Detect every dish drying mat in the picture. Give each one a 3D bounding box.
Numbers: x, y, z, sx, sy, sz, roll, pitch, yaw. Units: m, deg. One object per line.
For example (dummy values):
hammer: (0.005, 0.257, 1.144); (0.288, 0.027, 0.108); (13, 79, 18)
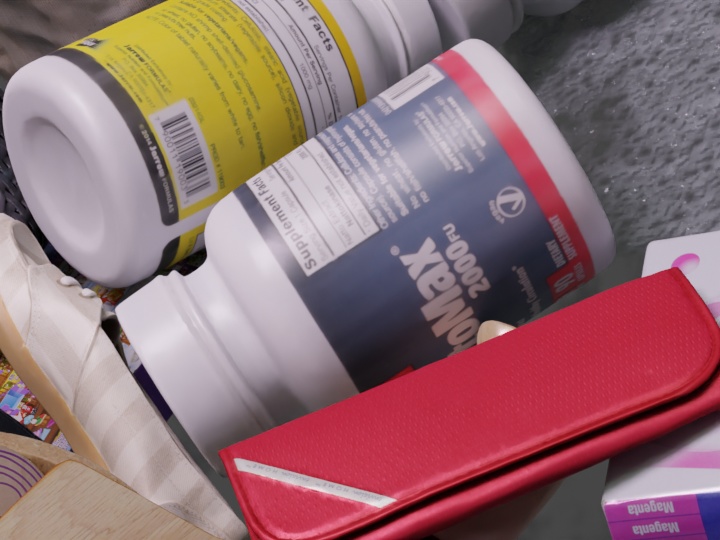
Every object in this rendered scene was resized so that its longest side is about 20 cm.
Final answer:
dish drying mat: (0.046, 0.058, 0.796); (0.199, 0.018, 0.077); (-23, 42, -3)

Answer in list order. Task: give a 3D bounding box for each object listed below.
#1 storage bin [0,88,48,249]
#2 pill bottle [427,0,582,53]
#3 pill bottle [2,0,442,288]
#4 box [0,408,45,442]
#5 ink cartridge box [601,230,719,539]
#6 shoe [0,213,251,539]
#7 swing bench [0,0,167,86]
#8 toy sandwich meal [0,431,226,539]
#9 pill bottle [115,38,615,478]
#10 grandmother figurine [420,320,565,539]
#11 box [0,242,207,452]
storage bin: (-0.256, -0.016, 1.032); (0.200, 0.135, 0.094); (-35, 19, 30)
pill bottle: (0.094, -0.198, 1.064); (0.200, 0.115, 0.114); (-44, 39, -17)
pill bottle: (-0.061, -0.081, 0.986); (0.199, 0.113, 0.112); (-28, 33, -30)
box: (-0.228, 0.164, 0.898); (0.157, 0.051, 0.201); (-12, 51, 30)
ink cartridge box: (0.192, 0.054, 0.776); (0.195, 0.043, 0.201); (-10, 41, 25)
shoe: (-0.113, 0.054, 0.913); (0.053, 0.070, 0.201); (-32, 73, 2)
swing bench: (-0.193, -0.197, 1.191); (0.129, 0.199, 0.200); (-27, 37, 6)
toy sandwich meal: (-0.137, 0.122, 0.785); (0.204, 0.071, 0.206); (12, 41, -11)
pill bottle: (0.000, 0.000, 0.904); (0.199, 0.120, 0.120); (-33, 37, -2)
grandmother figurine: (0.023, 0.110, 0.813); (0.121, 0.061, 0.200); (13, 54, 36)
box: (-0.143, 0.044, 1.018); (0.136, 0.039, 0.200); (15, 57, 42)
